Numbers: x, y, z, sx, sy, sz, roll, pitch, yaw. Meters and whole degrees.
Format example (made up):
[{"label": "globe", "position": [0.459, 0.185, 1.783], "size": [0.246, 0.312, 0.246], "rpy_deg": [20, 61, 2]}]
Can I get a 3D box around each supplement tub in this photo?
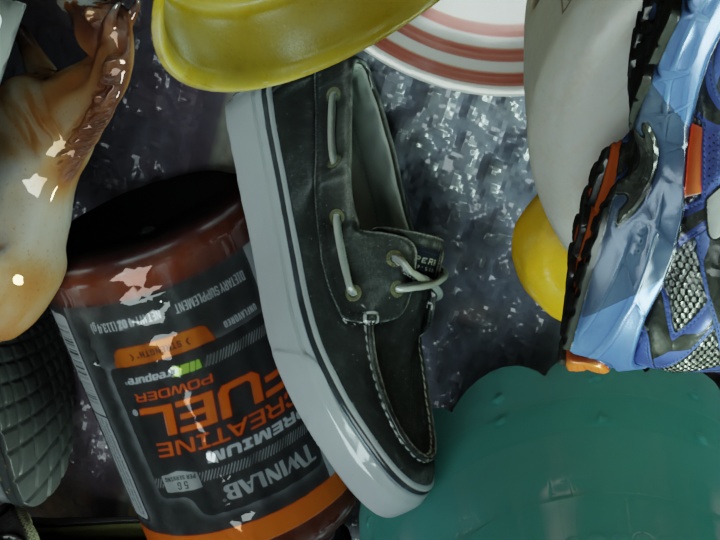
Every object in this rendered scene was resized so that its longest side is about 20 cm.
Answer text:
[{"label": "supplement tub", "position": [-0.063, 0.063, 0.913], "size": [0.107, 0.107, 0.200], "rpy_deg": [-12, 111, 22]}]

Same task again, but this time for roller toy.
[{"label": "roller toy", "position": [0.149, -0.070, 0.744], "size": [0.200, 0.140, 0.183], "rpy_deg": [-5, 120, 7]}]

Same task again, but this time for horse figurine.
[{"label": "horse figurine", "position": [-0.156, -0.032, 0.851], "size": [0.133, 0.050, 0.200], "rpy_deg": [26, 98, 40]}]

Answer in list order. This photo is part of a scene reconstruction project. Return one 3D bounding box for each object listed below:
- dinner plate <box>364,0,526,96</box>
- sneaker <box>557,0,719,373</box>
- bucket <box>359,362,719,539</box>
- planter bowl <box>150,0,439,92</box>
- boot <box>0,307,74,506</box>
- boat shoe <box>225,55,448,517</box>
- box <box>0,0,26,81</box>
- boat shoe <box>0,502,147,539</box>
[{"label": "dinner plate", "position": [0.054, -0.167, 0.812], "size": [0.200, 0.024, 0.200], "rpy_deg": [8, 117, 15]}, {"label": "sneaker", "position": [0.122, -0.049, 0.650], "size": [0.078, 0.075, 0.200], "rpy_deg": [13, 125, -2]}, {"label": "bucket", "position": [0.099, 0.151, 0.861], "size": [0.207, 0.135, 0.207], "rpy_deg": [1, 118, 1]}, {"label": "planter bowl", "position": [-0.012, -0.162, 0.738], "size": [0.200, 0.200, 0.083], "rpy_deg": [-46, 69, 30]}, {"label": "boot", "position": [-0.223, 0.025, 0.973], "size": [0.132, 0.070, 0.200], "rpy_deg": [-13, 98, 24]}, {"label": "boat shoe", "position": [0.000, 0.000, 0.842], "size": [0.071, 0.072, 0.200], "rpy_deg": [-25, 73, 21]}, {"label": "box", "position": [-0.227, -0.054, 0.846], "size": [0.200, 0.050, 0.199], "rpy_deg": [36, 111, 49]}, {"label": "boat shoe", "position": [-0.168, 0.141, 0.965], "size": [0.200, 0.073, 0.065], "rpy_deg": [2, 116, -32]}]
